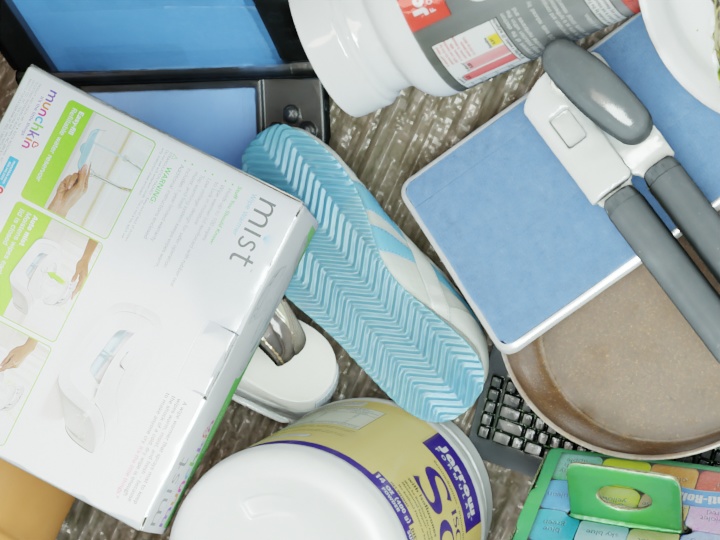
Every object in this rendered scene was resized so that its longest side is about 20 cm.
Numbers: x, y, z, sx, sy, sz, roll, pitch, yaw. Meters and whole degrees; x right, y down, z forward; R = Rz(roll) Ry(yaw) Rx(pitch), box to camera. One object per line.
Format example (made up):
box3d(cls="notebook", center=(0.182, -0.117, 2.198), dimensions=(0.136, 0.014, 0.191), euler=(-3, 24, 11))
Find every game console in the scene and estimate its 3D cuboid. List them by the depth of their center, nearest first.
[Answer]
box3d(cls="game console", center=(-0.128, -0.094, 1.557), dimensions=(0.199, 0.116, 0.177), euler=(0, 95, 17))

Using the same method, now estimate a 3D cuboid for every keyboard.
box3d(cls="keyboard", center=(0.169, 0.082, 1.536), dimensions=(0.199, 0.021, 0.128), euler=(18, 100, 14))

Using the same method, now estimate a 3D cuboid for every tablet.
box3d(cls="tablet", center=(0.132, -0.056, 1.501), dimensions=(0.200, 0.014, 0.130), euler=(-36, 64, 7))

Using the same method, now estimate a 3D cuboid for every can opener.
box3d(cls="can opener", center=(0.159, -0.040, 1.427), dimensions=(0.053, 0.067, 0.200), euler=(-36, 71, 3))

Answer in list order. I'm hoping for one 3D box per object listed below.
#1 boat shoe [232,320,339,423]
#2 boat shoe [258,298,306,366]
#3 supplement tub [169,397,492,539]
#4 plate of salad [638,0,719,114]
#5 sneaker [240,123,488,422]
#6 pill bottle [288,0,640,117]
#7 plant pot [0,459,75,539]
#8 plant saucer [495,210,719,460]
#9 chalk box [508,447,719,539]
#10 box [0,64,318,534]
box3d(cls="boat shoe", center=(-0.103, 0.031, 1.589), dimensions=(0.199, 0.069, 0.072), euler=(24, 63, 5))
box3d(cls="boat shoe", center=(-0.120, -0.001, 1.532), dimensions=(0.200, 0.075, 0.073), euler=(37, 82, 14))
box3d(cls="supplement tub", center=(-0.011, 0.154, 1.498), dimensions=(0.145, 0.200, 0.146), euler=(3, 100, 20))
box3d(cls="plate of salad", center=(0.248, -0.173, 1.432), dimensions=(0.199, 0.048, 0.201), euler=(-4, 107, -13))
box3d(cls="sneaker", center=(0.000, 0.000, 1.537), dimensions=(0.076, 0.081, 0.200), euler=(-36, 93, 13))
box3d(cls="pill bottle", center=(0.067, -0.169, 1.491), dimensions=(0.199, 0.116, 0.116), euler=(-24, 88, 17))
box3d(cls="plant pot", center=(-0.240, 0.092, 1.582), dimensions=(0.200, 0.200, 0.140), euler=(39, 87, 9))
box3d(cls="plant saucer", center=(0.176, 0.018, 1.484), dimensions=(0.199, 0.034, 0.201), euler=(-9, 64, 18))
box3d(cls="chalk box", center=(0.150, 0.183, 1.459), dimensions=(0.124, 0.124, 0.201), euler=(8, 124, 16))
box3d(cls="box", center=(-0.145, 0.018, 1.446), dimensions=(0.176, 0.097, 0.201), euler=(26, 86, 6))
